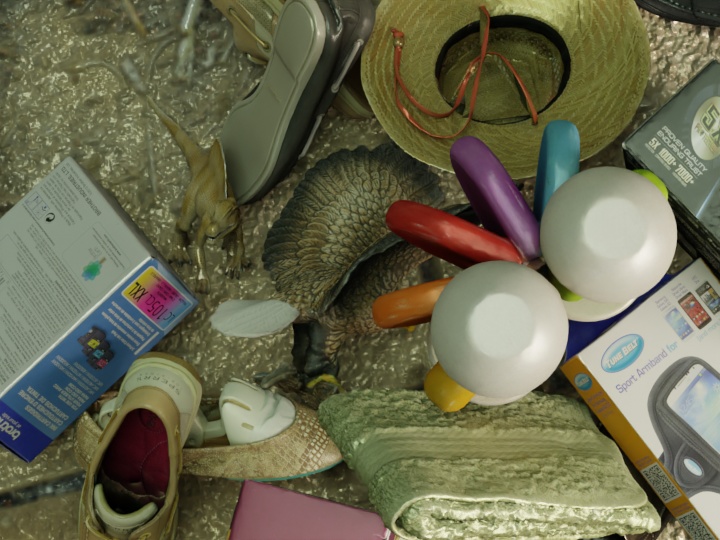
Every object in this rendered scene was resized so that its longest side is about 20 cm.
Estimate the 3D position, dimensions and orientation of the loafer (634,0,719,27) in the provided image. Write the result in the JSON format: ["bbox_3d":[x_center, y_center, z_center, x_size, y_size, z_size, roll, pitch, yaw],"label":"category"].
[{"bbox_3d":[0.263,-0.200,1.655,0.200,0.070,0.068,18,83,12],"label":"loafer"}]

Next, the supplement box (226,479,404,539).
[{"bbox_3d":[-0.028,0.218,1.561,0.103,0.200,0.131,15,82,11],"label":"supplement box"}]

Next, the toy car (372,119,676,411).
[{"bbox_3d":[0.095,-0.013,1.496,0.200,0.175,0.150,-40,85,-4],"label":"toy car"}]

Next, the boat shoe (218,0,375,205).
[{"bbox_3d":[-0.045,-0.115,1.656,0.057,0.200,0.067,-8,55,-32],"label":"boat shoe"}]

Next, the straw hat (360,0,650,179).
[{"bbox_3d":[0.097,-0.131,1.659,0.200,0.085,0.202,0,66,-1],"label":"straw hat"}]

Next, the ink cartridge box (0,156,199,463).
[{"bbox_3d":[-0.230,0.037,1.666,0.200,0.076,0.136,-42,48,-1],"label":"ink cartridge box"}]

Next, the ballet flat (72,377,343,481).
[{"bbox_3d":[-0.106,0.109,1.656,0.199,0.065,0.071,-5,37,7],"label":"ballet flat"}]

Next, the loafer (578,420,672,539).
[{"bbox_3d":[0.174,0.161,1.604,0.073,0.071,0.200,19,83,12],"label":"loafer"}]

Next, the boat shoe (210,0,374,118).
[{"bbox_3d":[-0.058,-0.181,1.712,0.200,0.071,0.065,51,126,6],"label":"boat shoe"}]

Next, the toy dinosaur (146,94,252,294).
[{"bbox_3d":[-0.105,-0.049,1.682,0.058,0.200,0.101,-4,118,-16],"label":"toy dinosaur"}]

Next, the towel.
[{"bbox_3d":[0.082,0.121,1.522,0.200,0.148,0.037,2,119,-27],"label":"towel"}]

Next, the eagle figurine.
[{"bbox_3d":[0.003,0.001,1.630,0.151,0.151,0.200,25,91,10],"label":"eagle figurine"}]

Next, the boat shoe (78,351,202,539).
[{"bbox_3d":[-0.159,0.152,1.619,0.074,0.066,0.200,15,118,6],"label":"boat shoe"}]

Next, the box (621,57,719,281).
[{"bbox_3d":[0.273,-0.025,1.575,0.086,0.164,0.200,-42,76,-1],"label":"box"}]

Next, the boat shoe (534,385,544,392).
[{"bbox_3d":[0.089,0.162,1.618,0.072,0.068,0.200,6,58,5],"label":"boat shoe"}]

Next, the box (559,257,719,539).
[{"bbox_3d":[0.226,0.087,1.588,0.119,0.041,0.200,-37,89,-22],"label":"box"}]
